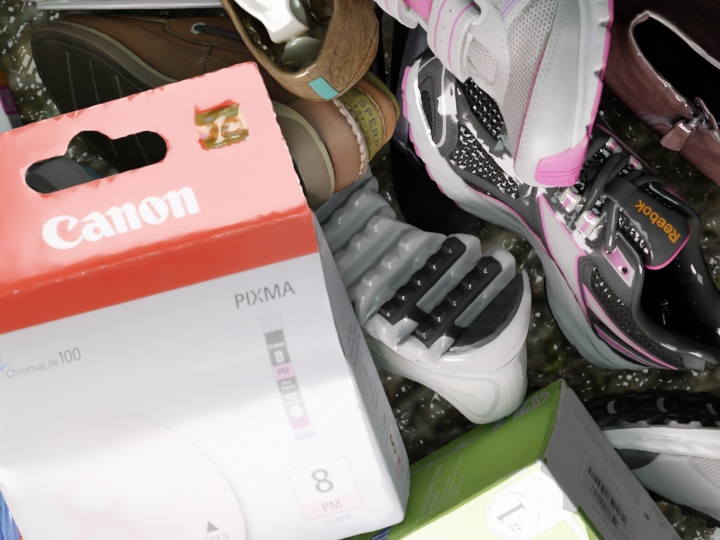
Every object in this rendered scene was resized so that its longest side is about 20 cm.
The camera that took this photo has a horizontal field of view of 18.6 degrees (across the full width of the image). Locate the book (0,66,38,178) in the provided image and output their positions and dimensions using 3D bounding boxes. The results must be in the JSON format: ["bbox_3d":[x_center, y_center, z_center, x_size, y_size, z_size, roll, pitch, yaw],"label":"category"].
[{"bbox_3d":[-0.206,-0.007,1.034,0.133,0.048,0.201,-19,94,5],"label":"book"}]

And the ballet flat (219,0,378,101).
[{"bbox_3d":[-0.056,-0.157,0.868,0.068,0.072,0.201,-23,95,14],"label":"ballet flat"}]

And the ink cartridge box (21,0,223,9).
[{"bbox_3d":[-0.075,-0.217,0.985,0.146,0.083,0.201,0,94,7],"label":"ink cartridge box"}]

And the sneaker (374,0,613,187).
[{"bbox_3d":[0.042,-0.115,0.867,0.088,0.082,0.201,-7,56,-10],"label":"sneaker"}]

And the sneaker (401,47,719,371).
[{"bbox_3d":[0.103,-0.032,0.943,0.080,0.086,0.200,-51,120,-15],"label":"sneaker"}]

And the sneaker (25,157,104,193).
[{"bbox_3d":[-0.071,0.018,1.013,0.200,0.074,0.082,51,55,-8],"label":"sneaker"}]

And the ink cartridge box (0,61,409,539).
[{"bbox_3d":[-0.085,0.033,0.906,0.162,0.057,0.201,-15,120,12],"label":"ink cartridge box"}]

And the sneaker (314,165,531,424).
[{"bbox_3d":[0.000,0.000,0.978,0.075,0.081,0.200,-41,53,-13],"label":"sneaker"}]

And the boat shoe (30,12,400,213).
[{"bbox_3d":[-0.066,-0.076,0.979,0.068,0.200,0.072,-37,134,-29],"label":"boat shoe"}]

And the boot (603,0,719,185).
[{"bbox_3d":[0.118,-0.110,0.933,0.200,0.166,0.072,43,97,1],"label":"boot"}]

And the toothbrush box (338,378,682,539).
[{"bbox_3d":[0.045,0.166,0.968,0.199,0.086,0.146,-31,102,23],"label":"toothbrush box"}]

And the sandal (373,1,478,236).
[{"bbox_3d":[0.026,-0.113,0.978,0.043,0.076,0.201,-6,102,-28],"label":"sandal"}]

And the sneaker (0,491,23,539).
[{"bbox_3d":[-0.184,0.037,0.985,0.078,0.075,0.201,-10,96,6],"label":"sneaker"}]

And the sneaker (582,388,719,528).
[{"bbox_3d":[0.176,0.100,0.992,0.199,0.074,0.080,10,100,4],"label":"sneaker"}]
